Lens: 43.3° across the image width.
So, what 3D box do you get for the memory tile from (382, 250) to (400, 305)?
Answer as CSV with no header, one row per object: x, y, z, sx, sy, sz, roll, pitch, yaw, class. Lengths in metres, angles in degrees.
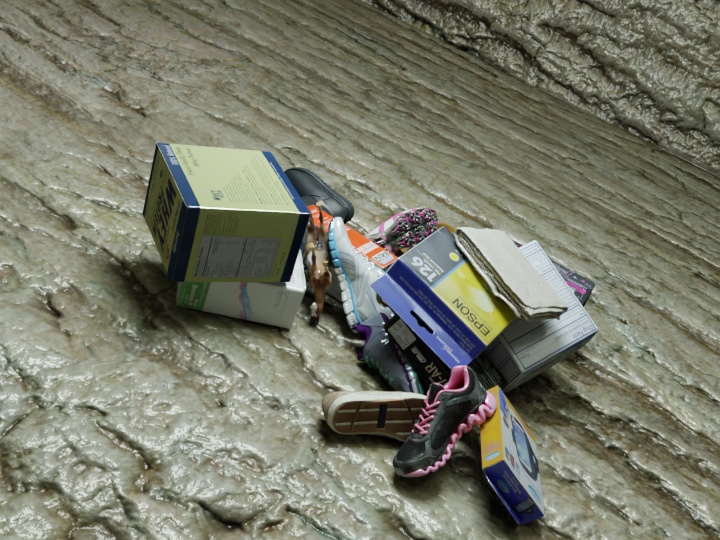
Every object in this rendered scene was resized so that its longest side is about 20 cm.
0.090,0.029,1.751,0.153,0.017,0.200,29,28,12,memory tile

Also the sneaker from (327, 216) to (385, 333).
0.000,0.000,1.556,0.086,0.201,0.075,-16,2,6,sneaker

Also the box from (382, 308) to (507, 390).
0.141,0.137,1.473,0.200,0.044,0.160,52,27,7,box

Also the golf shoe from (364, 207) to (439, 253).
0.059,-0.069,1.763,0.199,0.073,0.092,-28,19,-19,golf shoe

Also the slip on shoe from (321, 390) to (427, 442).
0.036,0.213,1.348,0.199,0.077,0.061,4,11,-25,slip on shoe

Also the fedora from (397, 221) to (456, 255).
0.169,-0.045,1.836,0.200,0.082,0.201,21,20,-8,fedora

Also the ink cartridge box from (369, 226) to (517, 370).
0.145,0.040,1.452,0.198,0.047,0.200,45,42,9,ink cartridge box

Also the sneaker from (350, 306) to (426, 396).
0.046,0.158,1.471,0.087,0.075,0.201,-22,51,5,sneaker

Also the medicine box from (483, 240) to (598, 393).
0.275,0.079,1.583,0.181,0.103,0.201,-24,72,-26,medicine box

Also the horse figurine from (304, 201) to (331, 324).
-0.075,-0.027,1.552,0.050,0.133,0.201,-7,52,-5,horse figurine

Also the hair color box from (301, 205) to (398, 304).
-0.041,-0.019,1.643,0.199,0.111,0.064,31,30,19,hair color box

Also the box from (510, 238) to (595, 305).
0.326,0.050,1.755,0.199,0.133,0.115,30,32,16,box

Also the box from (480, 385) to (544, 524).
0.220,0.274,1.330,0.119,0.041,0.200,53,19,-21,box

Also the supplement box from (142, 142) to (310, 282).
-0.217,-0.091,1.438,0.199,0.135,0.200,1,35,-29,supplement box

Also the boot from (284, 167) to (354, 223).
-0.123,-0.132,1.829,0.198,0.074,0.162,34,34,21,boot

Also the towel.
0.249,0.006,1.500,0.132,0.035,0.200,2,45,-48,towel

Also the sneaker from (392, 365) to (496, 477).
0.109,0.212,1.309,0.200,0.096,0.079,-40,25,-32,sneaker

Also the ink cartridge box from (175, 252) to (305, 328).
-0.200,0.007,1.512,0.199,0.088,0.146,11,30,-15,ink cartridge box
